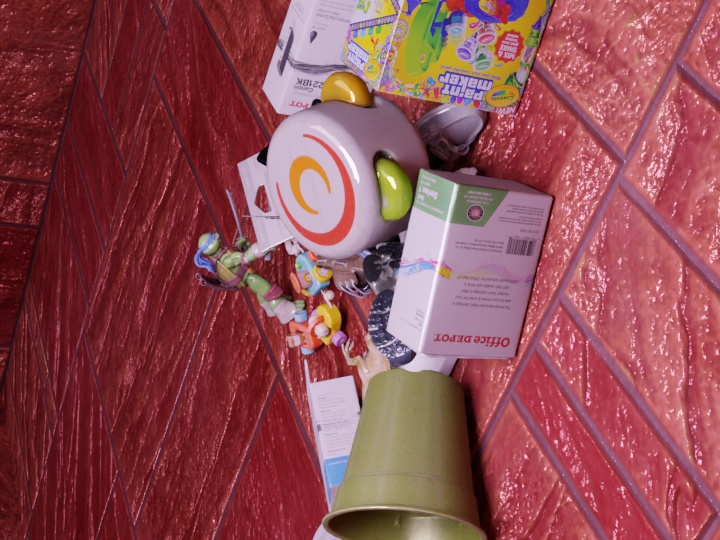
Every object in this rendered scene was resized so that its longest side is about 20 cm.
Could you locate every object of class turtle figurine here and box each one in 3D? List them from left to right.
[{"bbox_3d":[-0.160,-0.023,1.985,0.143,0.194,0.201,-19,31,39],"label":"turtle figurine"}]

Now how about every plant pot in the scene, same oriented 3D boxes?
[{"bbox_3d":[0.062,0.229,1.491,0.200,0.198,0.192,-39,39,54],"label":"plant pot"}]

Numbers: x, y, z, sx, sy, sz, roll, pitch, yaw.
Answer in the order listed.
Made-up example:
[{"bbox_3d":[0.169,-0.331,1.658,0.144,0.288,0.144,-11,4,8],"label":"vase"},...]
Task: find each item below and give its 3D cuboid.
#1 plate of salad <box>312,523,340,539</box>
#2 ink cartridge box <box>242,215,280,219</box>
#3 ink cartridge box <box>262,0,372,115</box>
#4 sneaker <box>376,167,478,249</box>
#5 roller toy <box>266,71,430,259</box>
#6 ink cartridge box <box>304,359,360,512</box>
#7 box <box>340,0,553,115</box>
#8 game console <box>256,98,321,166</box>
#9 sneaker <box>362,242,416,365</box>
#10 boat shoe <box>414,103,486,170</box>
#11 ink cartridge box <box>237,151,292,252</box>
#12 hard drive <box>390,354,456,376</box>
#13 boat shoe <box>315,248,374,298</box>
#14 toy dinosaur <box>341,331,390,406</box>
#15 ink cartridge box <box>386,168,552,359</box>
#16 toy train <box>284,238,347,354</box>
[{"bbox_3d":[0.002,0.431,1.678,0.199,0.048,0.202,5,98,44],"label":"plate of salad"},{"bbox_3d":[-0.048,-0.107,1.673,0.146,0.200,0.077,4,95,27],"label":"ink cartridge box"},{"bbox_3d":[-0.045,-0.328,1.820,0.201,0.143,0.084,-67,32,30],"label":"ink cartridge box"},{"bbox_3d":[0.088,-0.069,1.583,0.200,0.080,0.076,-45,44,49],"label":"sneaker"},{"bbox_3d":[-0.013,-0.120,1.483,0.201,0.139,0.183,52,137,14],"label":"roller toy"},{"bbox_3d":[-0.030,0.231,1.723,0.116,0.066,0.202,90,169,-57],"label":"ink cartridge box"},{"bbox_3d":[0.108,-0.309,1.459,0.122,0.198,0.194,49,128,54],"label":"box"},{"bbox_3d":[-0.021,-0.163,1.692,0.200,0.175,0.117,33,103,60],"label":"game console"},{"bbox_3d":[0.059,0.052,1.545,0.077,0.087,0.201,-24,37,17],"label":"sneaker"},{"bbox_3d":[0.082,-0.143,1.560,0.201,0.074,0.065,-34,51,18],"label":"boat shoe"},{"bbox_3d":[-0.088,-0.127,1.868,0.175,0.045,0.201,-28,50,11],"label":"ink cartridge box"},{"bbox_3d":[0.079,0.112,1.621,0.201,0.026,0.132,-68,31,31],"label":"hard drive"},{"bbox_3d":[0.000,0.000,1.727,0.200,0.072,0.073,32,97,57],"label":"boat shoe"},{"bbox_3d":[0.014,0.137,1.653,0.101,0.058,0.202,54,132,51],"label":"toy dinosaur"},{"bbox_3d":[0.126,-0.006,1.418,0.084,0.144,0.202,29,111,55],"label":"ink cartridge box"},{"bbox_3d":[-0.089,0.051,1.867,0.150,0.055,0.202,21,127,51],"label":"toy train"}]
